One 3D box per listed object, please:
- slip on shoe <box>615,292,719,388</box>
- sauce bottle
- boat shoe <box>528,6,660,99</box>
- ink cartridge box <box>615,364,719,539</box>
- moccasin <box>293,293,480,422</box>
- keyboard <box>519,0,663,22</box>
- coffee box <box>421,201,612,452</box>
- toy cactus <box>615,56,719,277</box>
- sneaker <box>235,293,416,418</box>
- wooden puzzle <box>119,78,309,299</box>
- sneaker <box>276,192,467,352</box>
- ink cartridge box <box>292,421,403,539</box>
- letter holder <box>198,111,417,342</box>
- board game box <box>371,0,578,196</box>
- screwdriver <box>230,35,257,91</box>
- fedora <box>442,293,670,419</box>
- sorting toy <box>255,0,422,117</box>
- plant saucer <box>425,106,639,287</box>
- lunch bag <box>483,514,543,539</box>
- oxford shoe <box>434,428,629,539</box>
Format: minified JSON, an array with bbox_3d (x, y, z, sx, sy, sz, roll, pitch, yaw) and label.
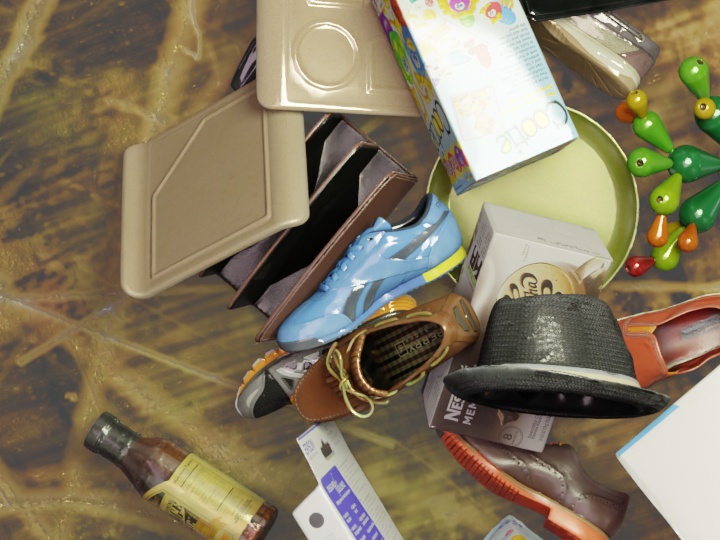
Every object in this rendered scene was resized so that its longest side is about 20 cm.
[{"bbox_3d":[0.265,0.076,1.451,0.200,0.061,0.074,-22,91,11],"label":"slip on shoe"},{"bbox_3d":[-0.178,0.208,1.533,0.200,0.066,0.066,31,97,9],"label":"sauce bottle"},{"bbox_3d":[0.188,-0.240,1.447,0.200,0.072,0.065,41,77,14],"label":"boat shoe"},{"bbox_3d":[0.329,0.177,1.387,0.129,0.200,0.125,-42,69,8],"label":"ink cartridge box"},{"bbox_3d":[0.014,0.086,1.388,0.201,0.078,0.074,-23,88,35],"label":"moccasin"},{"bbox_3d":[0.223,-0.282,1.428,0.199,0.040,0.104,-11,80,-18],"label":"keyboard"},{"bbox_3d":[0.138,0.053,1.424,0.113,0.080,0.200,14,111,-10],"label":"coffee box"},{"bbox_3d":[0.308,-0.094,1.418,0.165,0.102,0.201,-2,101,-21],"label":"toy cactus"},{"bbox_3d":[-0.027,0.096,1.486,0.200,0.078,0.077,-28,73,10],"label":"sneaker"},{"bbox_3d":[-0.136,-0.079,1.465,0.200,0.037,0.185,-22,51,23],"label":"wooden puzzle"},{"bbox_3d":[0.000,0.000,1.433,0.200,0.066,0.079,-32,110,-9],"label":"sneaker"},{"bbox_3d":[-0.007,0.235,1.437,0.043,0.198,0.200,-30,87,7],"label":"ink cartridge box"},{"bbox_3d":[-0.056,-0.041,1.457,0.101,0.142,0.200,40,99,6],"label":"letter holder"},{"bbox_3d":[0.099,-0.183,1.402,0.105,0.103,0.200,-23,88,-8],"label":"board game box"},{"bbox_3d":[-0.069,-0.257,1.503,0.028,0.029,0.200,31,103,7],"label":"screwdriver"},{"bbox_3d":[0.168,0.069,1.323,0.200,0.201,0.092,3,79,9],"label":"fedora"},{"bbox_3d":[0.002,-0.235,1.463,0.199,0.036,0.186,1,83,-10],"label":"sorting toy"},{"bbox_3d":[0.161,-0.059,1.477,0.199,0.031,0.201,1,93,10],"label":"plant saucer"},{"bbox_3d":[0.117,0.348,1.428,0.127,0.170,0.200,34,100,-6],"label":"lunch bag"},{"bbox_3d":[0.160,0.186,1.480,0.200,0.071,0.073,35,77,3],"label":"oxford shoe"}]
